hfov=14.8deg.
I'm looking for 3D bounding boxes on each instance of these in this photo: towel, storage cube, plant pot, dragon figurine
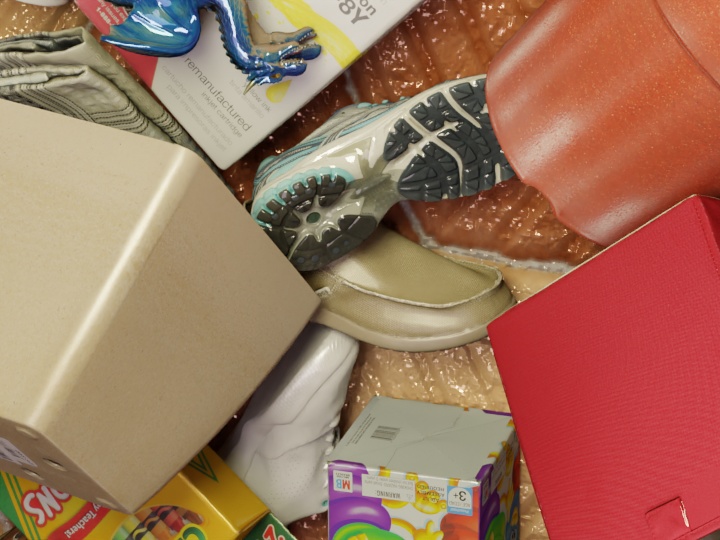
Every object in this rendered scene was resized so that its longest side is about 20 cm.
[{"bbox_3d":[-0.204,-0.082,1.723,0.192,0.035,0.200,-2,150,29],"label":"towel"},{"bbox_3d":[0.205,0.081,1.589,0.200,0.171,0.180,-33,63,38],"label":"storage cube"},{"bbox_3d":[0.187,-0.120,1.561,0.201,0.201,0.195,47,127,-3],"label":"plant pot"},{"bbox_3d":[-0.121,-0.154,1.604,0.200,0.059,0.100,1,95,-4],"label":"dragon figurine"},{"bbox_3d":[-0.175,0.029,1.653,0.200,0.177,0.200,15,160,30],"label":"plant pot"}]

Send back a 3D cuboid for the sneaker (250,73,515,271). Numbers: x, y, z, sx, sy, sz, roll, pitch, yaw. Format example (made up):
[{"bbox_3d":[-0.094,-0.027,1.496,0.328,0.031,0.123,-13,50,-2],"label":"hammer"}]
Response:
[{"bbox_3d":[0.019,-0.081,1.693,0.200,0.086,0.078,-24,124,3],"label":"sneaker"}]

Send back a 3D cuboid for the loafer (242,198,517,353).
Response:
[{"bbox_3d":[0.000,0.000,1.733,0.200,0.076,0.067,8,120,17],"label":"loafer"}]

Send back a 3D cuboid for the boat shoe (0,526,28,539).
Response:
[{"bbox_3d":[-0.242,0.220,1.917,0.072,0.068,0.200,38,120,-1],"label":"boat shoe"}]

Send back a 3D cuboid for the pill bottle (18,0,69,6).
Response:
[{"bbox_3d":[-0.180,-0.265,1.654,0.111,0.111,0.200,25,110,8],"label":"pill bottle"}]

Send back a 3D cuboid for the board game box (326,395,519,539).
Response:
[{"bbox_3d":[0.042,0.197,1.785,0.103,0.105,0.200,7,114,16],"label":"board game box"}]

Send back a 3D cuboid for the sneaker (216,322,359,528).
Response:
[{"bbox_3d":[-0.035,0.113,1.806,0.088,0.075,0.200,29,126,-7],"label":"sneaker"}]

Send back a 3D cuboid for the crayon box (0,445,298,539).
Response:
[{"bbox_3d":[-0.148,0.152,1.793,0.200,0.051,0.127,44,118,8],"label":"crayon box"}]

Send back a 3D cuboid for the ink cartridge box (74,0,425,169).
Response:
[{"bbox_3d":[-0.050,-0.181,1.671,0.200,0.083,0.145,-39,94,29],"label":"ink cartridge box"}]
